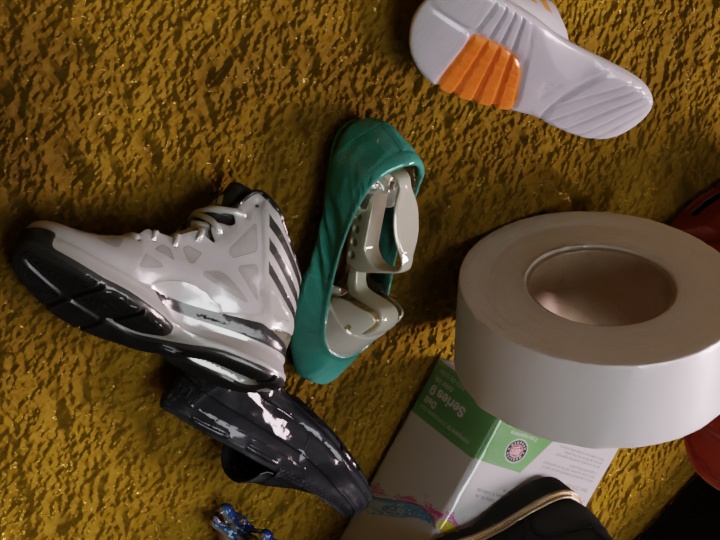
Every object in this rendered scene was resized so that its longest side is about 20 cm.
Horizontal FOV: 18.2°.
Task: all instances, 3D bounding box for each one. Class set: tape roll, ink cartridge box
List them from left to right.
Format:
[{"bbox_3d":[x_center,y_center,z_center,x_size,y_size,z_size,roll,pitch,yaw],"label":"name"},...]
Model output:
[{"bbox_3d":[0.079,0.182,1.667,0.145,0.087,0.200,20,100,-46],"label":"ink cartridge box"},{"bbox_3d":[0.166,0.038,1.571,0.202,0.202,0.071,-22,128,-32],"label":"tape roll"}]

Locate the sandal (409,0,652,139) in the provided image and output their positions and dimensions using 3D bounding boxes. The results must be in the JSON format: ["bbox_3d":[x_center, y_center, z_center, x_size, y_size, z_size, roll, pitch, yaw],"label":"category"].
[{"bbox_3d":[0.108,-0.146,1.502,0.206,0.059,0.079,23,128,-38],"label":"sandal"}]

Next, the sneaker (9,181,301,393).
[{"bbox_3d":[-0.120,-0.011,1.390,0.200,0.076,0.116,28,64,-33],"label":"sneaker"}]

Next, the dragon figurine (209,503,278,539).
[{"bbox_3d":[-0.085,0.255,1.584,0.099,0.059,0.200,-32,132,-23],"label":"dragon figurine"}]

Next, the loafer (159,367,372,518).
[{"bbox_3d":[-0.063,0.114,1.511,0.070,0.068,0.201,-45,133,-1],"label":"loafer"}]

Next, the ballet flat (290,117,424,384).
[{"bbox_3d":[0.000,0.000,1.489,0.067,0.070,0.201,-10,122,-39],"label":"ballet flat"}]

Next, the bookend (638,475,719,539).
[{"bbox_3d":[0.313,0.286,1.946,0.199,0.092,0.200,-45,138,-11],"label":"bookend"}]

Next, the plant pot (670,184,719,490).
[{"bbox_3d":[0.327,0.042,1.742,0.201,0.201,0.196,-35,126,-20],"label":"plant pot"}]

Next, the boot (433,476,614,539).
[{"bbox_3d":[0.105,0.239,1.563,0.200,0.138,0.078,-38,134,-13],"label":"boot"}]
